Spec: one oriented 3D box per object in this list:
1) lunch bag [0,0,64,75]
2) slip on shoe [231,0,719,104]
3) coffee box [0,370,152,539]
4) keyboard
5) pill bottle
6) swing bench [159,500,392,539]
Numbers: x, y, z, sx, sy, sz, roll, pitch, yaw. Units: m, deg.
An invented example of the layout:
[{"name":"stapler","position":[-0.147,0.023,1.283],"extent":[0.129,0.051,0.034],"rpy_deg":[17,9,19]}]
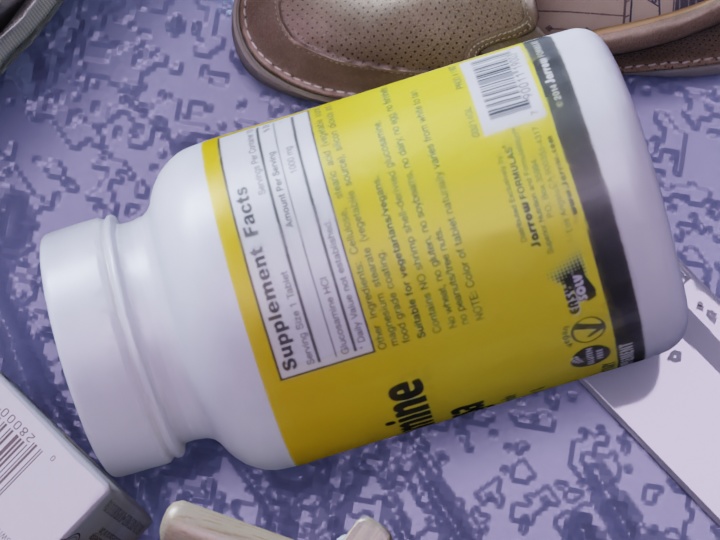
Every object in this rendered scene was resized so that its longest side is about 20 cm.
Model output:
[{"name":"lunch bag","position":[-0.171,-0.133,0.865],"extent":[0.168,0.139,0.200],"rpy_deg":[42,84,10]},{"name":"slip on shoe","position":[0.053,-0.098,0.890],"extent":[0.198,0.061,0.077],"rpy_deg":[1,79,2]},{"name":"coffee box","position":[-0.169,0.123,0.829],"extent":[0.080,0.113,0.200],"rpy_deg":[43,84,9]},{"name":"keyboard","position":[0.151,0.076,0.880],"extent":[0.056,0.011,0.200],"rpy_deg":[-44,80,-1]},{"name":"pill bottle","position":[0.000,0.000,0.845],"extent":[0.198,0.112,0.113],"rpy_deg":[-17,79,2]},{"name":"swing bench","position":[0.044,0.147,0.772],"extent":[0.198,0.199,0.131],"rpy_deg":[1,79,2]}]
